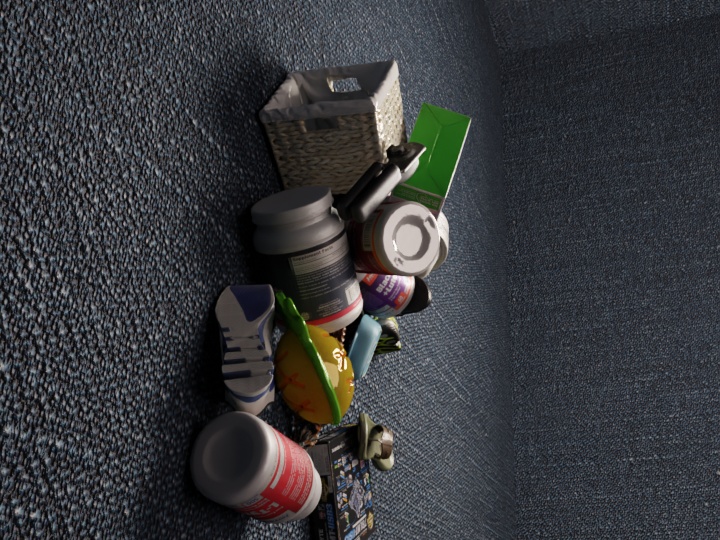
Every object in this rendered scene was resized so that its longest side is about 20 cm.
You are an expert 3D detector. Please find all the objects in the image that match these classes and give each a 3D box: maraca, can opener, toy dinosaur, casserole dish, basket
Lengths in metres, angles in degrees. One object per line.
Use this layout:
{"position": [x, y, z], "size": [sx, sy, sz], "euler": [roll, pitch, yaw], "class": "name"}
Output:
{"position": [-0.072, 0.124, 1.152], "size": [0.137, 0.107, 0.201], "euler": [18, -49, 66], "class": "maraca"}
{"position": [0.038, -0.129, 1.261], "size": [0.200, 0.053, 0.067], "euler": [-51, 138, -35], "class": "can opener"}
{"position": [-0.071, 0.179, 1.296], "size": [0.136, 0.101, 0.201], "euler": [39, 50, -70], "class": "toy dinosaur"}
{"position": [0.004, 0.142, 1.496], "size": [0.200, 0.039, 0.122], "euler": [50, 61, -86], "class": "casserole dish"}
{"position": [-0.035, -0.239, 1.384], "size": [0.200, 0.197, 0.162], "euler": [-69, 151, -54], "class": "basket"}

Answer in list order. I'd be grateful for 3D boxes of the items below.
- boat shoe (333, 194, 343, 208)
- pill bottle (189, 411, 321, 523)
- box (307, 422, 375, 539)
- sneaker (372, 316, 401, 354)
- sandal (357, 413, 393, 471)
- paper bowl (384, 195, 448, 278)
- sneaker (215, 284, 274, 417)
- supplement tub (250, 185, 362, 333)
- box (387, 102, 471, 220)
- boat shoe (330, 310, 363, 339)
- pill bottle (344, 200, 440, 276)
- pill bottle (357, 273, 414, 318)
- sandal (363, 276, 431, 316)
{"position": [-0.028, -0.144, 1.555], "size": [0.074, 0.074, 0.201], "euler": [65, 25, -43], "class": "boat shoe"}
{"position": [-0.126, 0.264, 1.078], "size": [0.200, 0.112, 0.113], "euler": [52, 36, -56], "class": "pill bottle"}
{"position": [-0.030, 0.375, 1.423], "size": [0.200, 0.049, 0.200], "euler": [2, 83, -72], "class": "box"}
{"position": [0.040, 0.118, 1.672], "size": [0.200, 0.075, 0.077], "euler": [79, 0, -75], "class": "sneaker"}
{"position": [0.036, 0.306, 1.486], "size": [0.201, 0.057, 0.080], "euler": [52, 35, -60], "class": "sandal"}
{"position": [0.071, -0.047, 1.616], "size": [0.201, 0.199, 0.105], "euler": [60, 30, -50], "class": "paper bowl"}
{"position": [-0.155, 0.120, 1.113], "size": [0.200, 0.080, 0.116], "euler": [-97, -169, -46], "class": "sneaker"}
{"position": [-0.082, -0.013, 1.254], "size": [0.140, 0.139, 0.201], "euler": [-56, 136, -62], "class": "supplement tub"}
{"position": [0.113, -0.157, 1.467], "size": [0.177, 0.096, 0.201], "euler": [106, 4, -56], "class": "box"}
{"position": [-0.023, 0.093, 1.508], "size": [0.200, 0.067, 0.072], "euler": [7, 77, -73], "class": "boat shoe"}
{"position": [0.025, -0.050, 1.312], "size": [0.114, 0.200, 0.115], "euler": [-2, 93, -30], "class": "pill bottle"}
{"position": [0.000, 0.000, 1.491], "size": [0.200, 0.111, 0.112], "euler": [34, 50, -43], "class": "pill bottle"}
{"position": [0.068, 0.056, 1.587], "size": [0.045, 0.199, 0.076], "euler": [31, 65, -34], "class": "sandal"}
